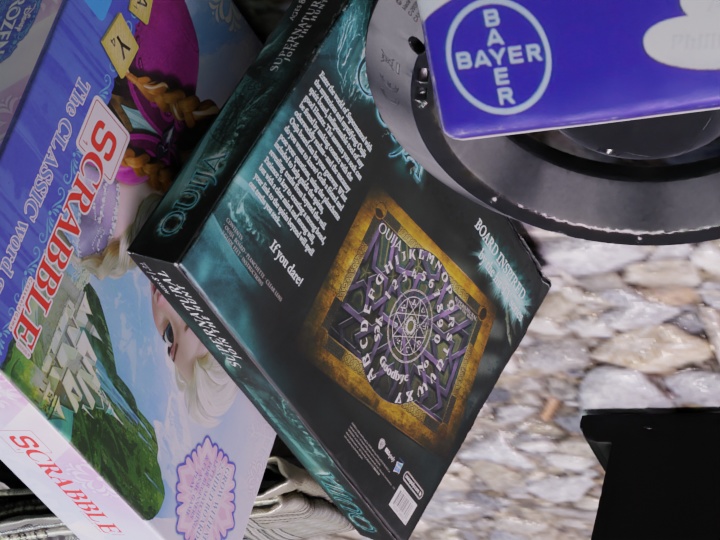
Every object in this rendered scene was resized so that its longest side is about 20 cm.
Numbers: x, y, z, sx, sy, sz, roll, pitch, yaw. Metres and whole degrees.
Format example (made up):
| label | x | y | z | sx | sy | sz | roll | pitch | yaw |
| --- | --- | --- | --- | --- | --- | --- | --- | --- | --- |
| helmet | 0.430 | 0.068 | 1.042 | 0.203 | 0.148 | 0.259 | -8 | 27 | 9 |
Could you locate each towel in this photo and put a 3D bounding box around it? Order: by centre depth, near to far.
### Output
| label | x | y | z | sx | sy | sz | roll | pitch | yaw |
| --- | --- | --- | --- | --- | --- | --- | --- | --- | --- |
| towel | -0.107 | 0.126 | 1.144 | 0.191 | 0.035 | 0.200 | -7 | 168 | 9 |

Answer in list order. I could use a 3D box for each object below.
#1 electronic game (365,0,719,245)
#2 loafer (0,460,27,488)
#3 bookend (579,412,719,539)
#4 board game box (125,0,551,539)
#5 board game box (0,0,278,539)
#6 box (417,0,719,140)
| label | x | y | z | sx | sy | sz | roll | pitch | yaw |
| --- | --- | --- | --- | --- | --- | --- | --- | --- | --- |
| electronic game | 0.100 | -0.073 | 0.840 | 0.198 | 0.042 | 0.201 | 5 | 146 | 3 |
| loafer | -0.211 | 0.069 | 1.179 | 0.198 | 0.073 | 0.073 | -1 | 141 | 10 |
| bookend | 0.184 | 0.168 | 1.023 | 0.197 | 0.201 | 0.092 | -3 | 143 | 27 |
| board game box | 0.000 | 0.000 | 0.911 | 0.028 | 0.136 | 0.200 | 14 | 152 | 37 |
| board game box | -0.083 | -0.012 | 0.868 | 0.041 | 0.201 | 0.200 | -2 | 145 | 30 |
| box | 0.100 | -0.147 | 0.579 | 0.183 | 0.105 | 0.201 | -5 | 103 | 30 |
